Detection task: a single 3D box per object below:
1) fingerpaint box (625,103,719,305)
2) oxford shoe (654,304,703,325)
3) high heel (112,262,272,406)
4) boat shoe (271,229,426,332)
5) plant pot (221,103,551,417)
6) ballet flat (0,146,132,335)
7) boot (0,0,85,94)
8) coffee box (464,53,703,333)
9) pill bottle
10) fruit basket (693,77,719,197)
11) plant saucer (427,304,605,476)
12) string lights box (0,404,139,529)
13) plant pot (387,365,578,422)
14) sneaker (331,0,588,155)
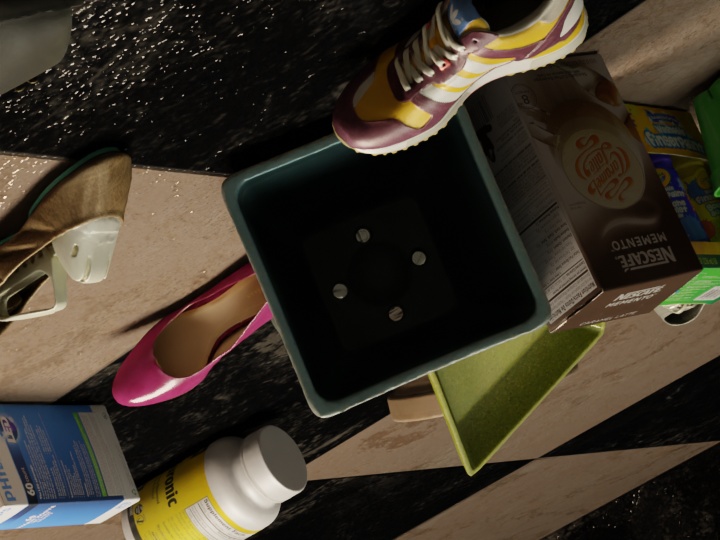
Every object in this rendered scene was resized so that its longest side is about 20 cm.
[{"bbox_3d":[0.254,-0.058,1.865,0.073,0.167,0.200,-35,160,31],"label":"fingerpaint box"},{"bbox_3d":[0.320,0.012,2.185,0.075,0.058,0.200,-26,160,7],"label":"oxford shoe"},{"bbox_3d":[-0.137,0.049,1.841,0.200,0.067,0.096,-39,173,0],"label":"high heel"},{"bbox_3d":[0.000,0.002,1.883,0.065,0.075,0.202,-14,166,-47],"label":"boat shoe"},{"bbox_3d":[0.018,-0.007,1.692,0.195,0.197,0.200,-23,176,-2],"label":"plant pot"},{"bbox_3d":[-0.222,-0.010,1.538,0.200,0.072,0.068,-35,160,32],"label":"ballet flat"},{"bbox_3d":[-0.248,-0.096,1.250,0.138,0.078,0.200,-17,164,-37],"label":"boot"},{"bbox_3d":[0.170,-0.063,1.681,0.114,0.200,0.080,-11,160,-36],"label":"coffee box"},{"bbox_3d":[-0.158,0.251,2.355,0.200,0.111,0.111,-32,162,26],"label":"pill bottle"},{"bbox_3d":[0.408,-0.091,1.905,0.215,0.216,0.155,-4,151,-47],"label":"fruit basket"},{"bbox_3d":[0.125,0.051,1.892,0.200,0.048,0.200,-45,143,-19],"label":"plant saucer"},{"bbox_3d":[-0.298,0.180,1.964,0.059,0.103,0.200,-31,161,25],"label":"string lights box"},{"bbox_3d":[0.117,0.085,2.198,0.200,0.093,0.201,-16,-176,1],"label":"plant pot"},{"bbox_3d":[0.061,-0.157,1.490,0.200,0.075,0.090,-31,155,4],"label":"sneaker"}]
